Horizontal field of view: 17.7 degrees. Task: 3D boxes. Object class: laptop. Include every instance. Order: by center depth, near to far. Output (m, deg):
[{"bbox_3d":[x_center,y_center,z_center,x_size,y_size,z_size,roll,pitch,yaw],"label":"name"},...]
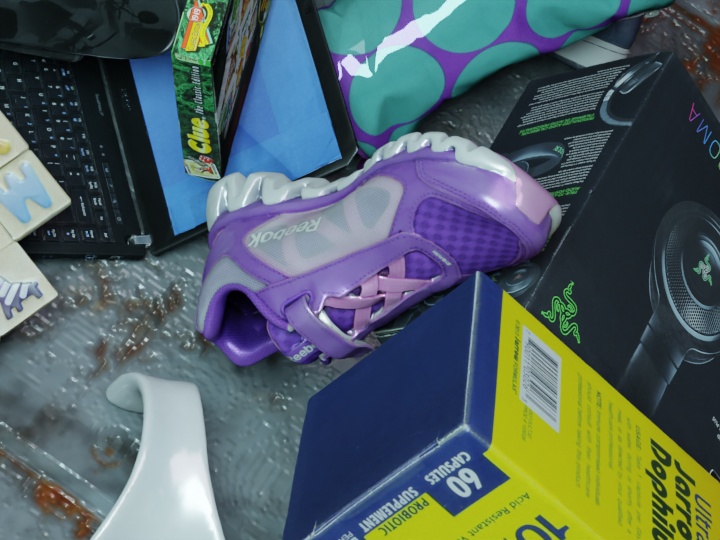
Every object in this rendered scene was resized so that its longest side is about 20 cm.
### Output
[{"bbox_3d":[-0.128,-0.105,1.118,0.199,0.103,0.178,2,59,-33],"label":"laptop"}]

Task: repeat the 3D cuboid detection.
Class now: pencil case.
[{"bbox_3d":[0.068,-0.133,1.181,0.199,0.085,0.093,-27,115,2],"label":"pencil case"}]

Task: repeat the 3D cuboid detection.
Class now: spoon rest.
[{"bbox_3d":[-0.093,0.129,1.017,0.099,0.061,0.201,10,56,-17],"label":"spoon rest"}]

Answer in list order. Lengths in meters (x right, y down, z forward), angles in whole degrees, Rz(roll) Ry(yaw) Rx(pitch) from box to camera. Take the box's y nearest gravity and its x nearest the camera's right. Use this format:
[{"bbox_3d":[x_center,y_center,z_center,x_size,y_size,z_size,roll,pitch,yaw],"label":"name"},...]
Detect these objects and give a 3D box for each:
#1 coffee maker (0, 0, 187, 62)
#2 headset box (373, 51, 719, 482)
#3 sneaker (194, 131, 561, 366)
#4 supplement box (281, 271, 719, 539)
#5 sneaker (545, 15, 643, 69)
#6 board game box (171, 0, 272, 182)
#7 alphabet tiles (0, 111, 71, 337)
[{"bbox_3d":[-0.150,-0.209,1.109,0.191,0.135,0.201,-1,57,26],"label":"coffee maker"},{"bbox_3d":[0.117,0.028,1.104,0.174,0.093,0.200,55,48,-25],"label":"headset box"},{"bbox_3d":[0.000,0.000,1.020,0.080,0.200,0.089,44,53,-32],"label":"sneaker"},{"bbox_3d":[0.078,0.118,0.985,0.200,0.109,0.110,40,30,-20],"label":"supplement box"},{"bbox_3d":[0.079,-0.205,1.242,0.202,0.147,0.077,20,15,-17],"label":"sneaker"},{"bbox_3d":[-0.053,-0.153,1.085,0.023,0.105,0.201,9,61,7],"label":"board game box"},{"bbox_3d":[-0.238,-0.035,1.059,0.166,0.006,0.200,-36,78,-17],"label":"alphabet tiles"}]
